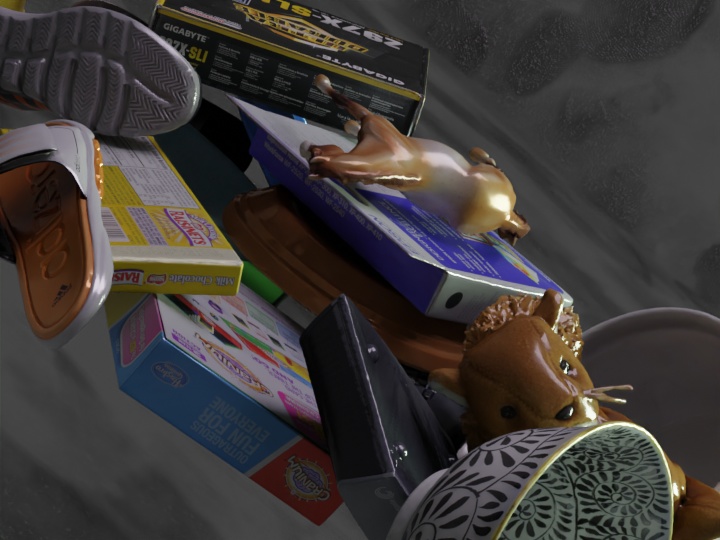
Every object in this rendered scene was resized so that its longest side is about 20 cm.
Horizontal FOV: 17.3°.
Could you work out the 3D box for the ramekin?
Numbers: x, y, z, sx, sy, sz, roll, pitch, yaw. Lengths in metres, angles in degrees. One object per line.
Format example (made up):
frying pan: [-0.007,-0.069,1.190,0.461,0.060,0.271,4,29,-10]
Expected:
ramekin: [0.192,0.134,1.546,0.105,0.200,0.200,49,5,-37]

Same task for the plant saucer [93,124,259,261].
plant saucer: [-0.132,-0.064,1.651,0.201,0.039,0.201,39,12,-10]

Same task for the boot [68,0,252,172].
boot: [-0.168,-0.135,1.775,0.075,0.074,0.200,26,-13,48]

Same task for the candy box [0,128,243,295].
candy box: [-0.148,-0.038,1.416,0.102,0.026,0.200,4,23,-23]

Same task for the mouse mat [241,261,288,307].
mouse mat: [-0.131,-0.042,1.689,0.200,0.008,0.161,41,11,0]

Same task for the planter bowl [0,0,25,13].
planter bowl: [-0.291,-0.228,1.653,0.200,0.083,0.200,40,11,-9]

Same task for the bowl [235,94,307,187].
bowl: [-0.039,-0.056,1.789,0.201,0.039,0.201,-26,90,-87]

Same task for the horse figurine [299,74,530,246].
horse figurine: [0.043,-0.064,1.549,0.200,0.050,0.133,26,15,-24]

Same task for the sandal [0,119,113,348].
sandal: [-0.183,-0.037,1.312,0.059,0.079,0.207,38,14,-31]

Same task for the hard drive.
hard drive: [0.023,0.113,1.347,0.200,0.042,0.135,55,16,-55]

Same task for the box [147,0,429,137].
box: [-0.051,-0.156,1.713,0.200,0.049,0.160,19,16,-3]

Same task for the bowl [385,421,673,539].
bowl: [0.072,0.160,1.245,0.094,0.201,0.201,21,-2,34]

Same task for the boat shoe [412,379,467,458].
boat shoe: [0.060,0.096,1.667,0.066,0.072,0.200,42,19,-22]

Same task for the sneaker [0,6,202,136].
sneaker: [-0.184,-0.133,1.535,0.200,0.078,0.112,17,3,14]

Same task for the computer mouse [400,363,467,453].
computer mouse: [0.015,0.080,1.536,0.140,0.046,0.200,25,25,9]

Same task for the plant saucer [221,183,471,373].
plant saucer: [0.000,0.000,1.595,0.200,0.037,0.200,31,14,-9]

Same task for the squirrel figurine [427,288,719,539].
squirrel figurine: [0.104,0.095,1.412,0.187,0.141,0.200,56,-2,-34]

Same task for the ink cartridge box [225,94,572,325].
ink cartridge box: [0.018,-0.034,1.581,0.198,0.043,0.200,42,15,34]

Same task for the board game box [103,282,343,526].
board game box: [-0.083,0.052,1.411,0.153,0.040,0.200,37,12,-22]
